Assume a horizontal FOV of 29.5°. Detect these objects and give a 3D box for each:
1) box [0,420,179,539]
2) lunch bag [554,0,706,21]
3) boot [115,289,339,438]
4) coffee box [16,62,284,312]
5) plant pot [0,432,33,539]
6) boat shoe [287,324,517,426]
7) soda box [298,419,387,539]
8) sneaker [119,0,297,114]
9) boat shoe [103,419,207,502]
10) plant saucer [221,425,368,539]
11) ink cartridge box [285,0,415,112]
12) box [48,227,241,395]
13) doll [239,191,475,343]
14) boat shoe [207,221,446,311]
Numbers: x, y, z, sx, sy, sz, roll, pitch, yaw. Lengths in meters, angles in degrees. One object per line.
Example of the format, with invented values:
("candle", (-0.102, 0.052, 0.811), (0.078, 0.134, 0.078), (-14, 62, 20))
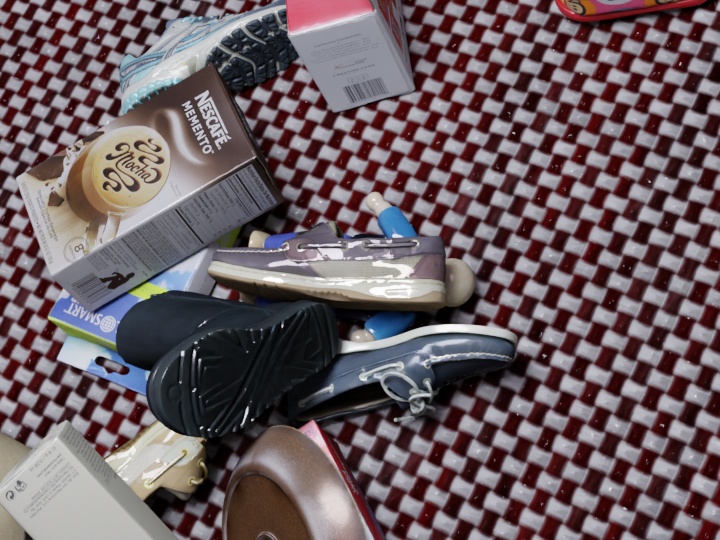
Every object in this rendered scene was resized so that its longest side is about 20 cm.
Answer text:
("box", (-0.186, 0.214, 1.047), (0.068, 0.082, 0.200), (-41, 96, -3))
("lunch bag", (0.246, -0.324, 1.193), (0.173, 0.082, 0.203), (-7, 65, 14))
("boot", (-0.136, 0.068, 1.064), (0.166, 0.199, 0.078), (1, 106, 38))
("coffee box", (-0.179, -0.070, 1.170), (0.198, 0.080, 0.114), (-30, 60, 2))
("plant pot", (-0.354, 0.192, 1.125), (0.197, 0.188, 0.190), (8, 69, 6))
("boat shoe", (0.030, 0.085, 1.090), (0.197, 0.075, 0.063), (-8, 63, 16))
("soda box", (-0.013, 0.221, 1.052), (0.069, 0.063, 0.201), (-32, 62, 3))
("sneaker", (-0.143, -0.212, 1.275), (0.198, 0.078, 0.087), (-27, 58, 5))
("boat shoe", (-0.161, 0.161, 1.128), (0.199, 0.074, 0.067), (-36, 85, -7))
("plant saucer", (-0.054, 0.217, 1.006), (0.032, 0.201, 0.202), (-10, 55, -32))
("ink cartridge box", (-0.023, -0.277, 1.207), (0.083, 0.176, 0.203), (-13, 63, 12))
("box", (-0.189, 0.000, 1.215), (0.121, 0.048, 0.202), (18, 73, 24))
("doll", (0.000, 0.000, 1.151), (0.197, 0.048, 0.138), (5, 72, 20))
("boat shoe", (-0.025, -0.006, 1.099), (0.197, 0.072, 0.066), (5, 79, 16))
